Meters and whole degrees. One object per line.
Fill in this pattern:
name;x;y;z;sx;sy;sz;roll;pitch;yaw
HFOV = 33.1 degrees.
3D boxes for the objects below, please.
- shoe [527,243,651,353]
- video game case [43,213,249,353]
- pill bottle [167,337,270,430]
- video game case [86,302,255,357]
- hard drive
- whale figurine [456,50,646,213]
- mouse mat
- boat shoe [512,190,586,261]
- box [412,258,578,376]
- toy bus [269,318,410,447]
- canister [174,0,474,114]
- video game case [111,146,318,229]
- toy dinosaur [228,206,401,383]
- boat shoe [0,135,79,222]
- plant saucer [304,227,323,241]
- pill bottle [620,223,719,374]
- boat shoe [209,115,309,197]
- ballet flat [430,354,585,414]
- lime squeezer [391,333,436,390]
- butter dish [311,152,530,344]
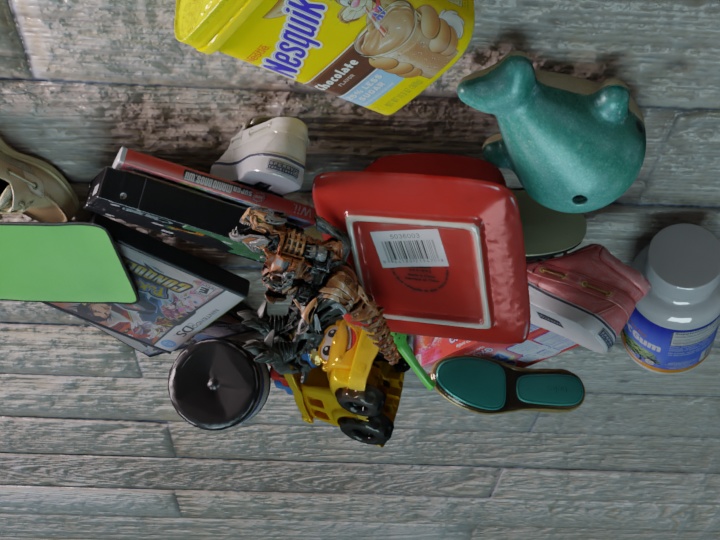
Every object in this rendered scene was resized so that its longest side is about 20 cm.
shoe;0.214;0.012;1.305;0.200;0.091;0.072;28;162;45
video game case;-0.259;0.021;1.396;0.200;0.026;0.181;25;141;-29
pill bottle;-0.172;0.142;1.529;0.112;0.112;0.200;0;176;1
video game case;-0.254;0.047;1.511;0.180;0.026;0.200;-15;148;26
hard drive;-0.167;-0.053;1.201;0.200;0.038;0.140;18;173;-16
whale figurine;0.176;-0.122;1.106;0.159;0.104;0.200;-22;144;37
mouse mat;-0.353;-0.007;1.323;0.200;0.008;0.161;1;148;6
boat shoe;0.141;-0.039;1.297;0.201;0.074;0.063;-3;157;12
box;0.164;0.062;1.456;0.103;0.095;0.200;22;146;-34
toy bus;-0.040;0.123;1.562;0.192;0.136;0.200;12;152;14
canister;-0.027;-0.209;0.971;0.200;0.087;0.148;17;148;-30
video game case;-0.148;-0.076;1.205;0.200;0.017;0.143;17;173;-14
toy dinosaur;-0.044;0.028;1.135;0.136;0.200;0.102;-48;178;9
boat shoe;-0.361;-0.087;1.222;0.072;0.065;0.200;-11;150;22
plant saucer;0.000;0.000;1.337;0.200;0.035;0.200;19;163;6
pill bottle;0.358;0.031;1.377;0.112;0.112;0.200;-3;151;7
boat shoe;-0.095;-0.112;1.164;0.071;0.070;0.200;18;173;-16
ballet flat;0.168;0.143;1.442;0.200;0.069;0.063;10;165;-16
lime squeezer;0.013;0.059;1.364;0.200;0.038;0.071;36;168;3
butter dish;0.076;-0.044;1.182;0.200;0.148;0.200;5;133;20
